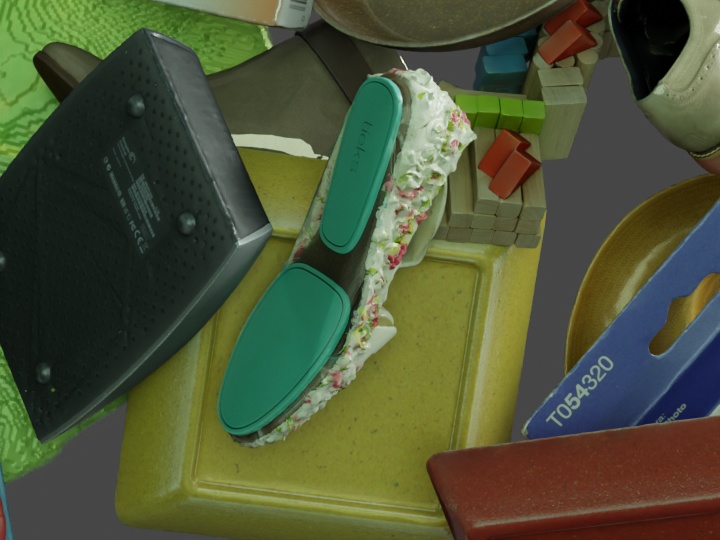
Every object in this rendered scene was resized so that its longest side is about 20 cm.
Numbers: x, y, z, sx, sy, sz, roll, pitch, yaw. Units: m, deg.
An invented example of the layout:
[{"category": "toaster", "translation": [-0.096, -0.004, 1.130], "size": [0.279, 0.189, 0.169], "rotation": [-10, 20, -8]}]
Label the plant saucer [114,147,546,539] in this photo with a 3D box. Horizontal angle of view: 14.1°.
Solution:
[{"category": "plant saucer", "translation": [-0.013, 0.048, 1.459], "size": [0.198, 0.048, 0.202], "rotation": [7, 99, -7]}]

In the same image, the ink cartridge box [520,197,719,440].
[{"category": "ink cartridge box", "translation": [0.214, 0.071, 1.416], "size": [0.200, 0.043, 0.197], "rotation": [39, 95, -18]}]

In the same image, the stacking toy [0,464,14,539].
[{"category": "stacking toy", "translation": [-0.229, 0.121, 1.397], "size": [0.109, 0.200, 0.117], "rotation": [-10, 84, -4]}]

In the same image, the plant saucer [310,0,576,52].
[{"category": "plant saucer", "translation": [0.064, -0.179, 1.488], "size": [0.199, 0.037, 0.201], "rotation": [-16, 45, 17]}]

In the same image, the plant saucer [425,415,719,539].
[{"category": "plant saucer", "translation": [0.148, 0.163, 1.399], "size": [0.199, 0.037, 0.201], "rotation": [-9, 124, 20]}]

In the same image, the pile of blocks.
[{"category": "pile of blocks", "translation": [0.084, -0.100, 1.465], "size": [0.082, 0.062, 0.201], "rotation": [23, 52, 5]}]

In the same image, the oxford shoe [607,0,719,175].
[{"category": "oxford shoe", "translation": [0.160, -0.142, 1.444], "size": [0.075, 0.070, 0.201], "rotation": [28, 37, -30]}]

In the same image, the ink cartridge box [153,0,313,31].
[{"category": "ink cartridge box", "translation": [-0.105, -0.221, 1.478], "size": [0.199, 0.050, 0.163], "rotation": [14, 95, 17]}]

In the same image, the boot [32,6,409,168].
[{"category": "boot", "translation": [-0.051, -0.083, 1.501], "size": [0.146, 0.070, 0.200], "rotation": [-44, 91, -10]}]

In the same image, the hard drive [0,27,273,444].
[{"category": "hard drive", "translation": [-0.120, -0.015, 1.429], "size": [0.042, 0.200, 0.136], "rotation": [-8, 65, -41]}]

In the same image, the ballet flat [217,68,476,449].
[{"category": "ballet flat", "translation": [0.000, 0.000, 1.396], "size": [0.064, 0.076, 0.201], "rotation": [16, 106, -41]}]

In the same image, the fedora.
[{"category": "fedora", "translation": [0.198, 0.045, 1.484], "size": [0.199, 0.082, 0.202], "rotation": [0, 83, -2]}]
